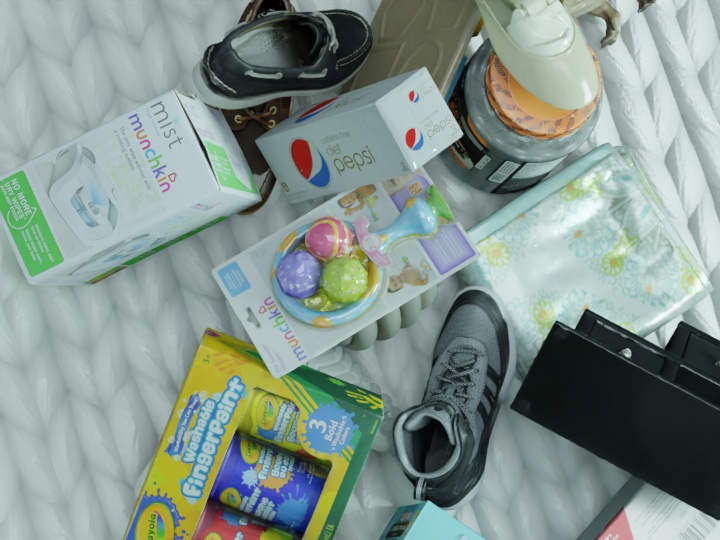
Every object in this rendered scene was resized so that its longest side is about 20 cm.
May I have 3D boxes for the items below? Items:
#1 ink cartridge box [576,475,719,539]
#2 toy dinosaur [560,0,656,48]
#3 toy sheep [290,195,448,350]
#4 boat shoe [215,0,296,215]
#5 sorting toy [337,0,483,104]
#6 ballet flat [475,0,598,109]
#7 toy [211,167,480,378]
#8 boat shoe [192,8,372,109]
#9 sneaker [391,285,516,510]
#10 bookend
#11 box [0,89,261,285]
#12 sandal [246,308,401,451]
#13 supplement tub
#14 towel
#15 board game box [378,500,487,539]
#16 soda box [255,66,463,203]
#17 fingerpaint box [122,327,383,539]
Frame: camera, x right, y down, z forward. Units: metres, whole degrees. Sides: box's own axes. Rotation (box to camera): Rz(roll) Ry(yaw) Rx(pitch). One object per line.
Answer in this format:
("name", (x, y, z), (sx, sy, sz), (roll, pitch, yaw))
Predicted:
("ink cartridge box", (0.292, 0.281, 1.713), (0.200, 0.083, 0.147), (43, 78, 1))
("toy dinosaur", (0.186, -0.269, 1.790), (0.200, 0.086, 0.136), (-27, 79, -17))
("toy sheep", (0.000, 0.000, 1.692), (0.200, 0.138, 0.138), (-40, 88, -16))
("boat shoe", (-0.095, -0.152, 1.733), (0.070, 0.070, 0.201), (7, 81, -8))
("sorting toy", (0.052, -0.199, 1.711), (0.036, 0.185, 0.201), (25, 79, -27))
("ballet flat", (0.127, -0.217, 1.578), (0.069, 0.070, 0.200), (-28, 65, -12))
("toy", (-0.015, -0.012, 1.607), (0.200, 0.047, 0.115), (-29, 66, -8))
("boat shoe", (-0.056, -0.193, 1.671), (0.200, 0.060, 0.074), (-18, 72, -41))
("sneaker", (0.082, 0.108, 1.682), (0.075, 0.114, 0.201), (10, 86, 17))
("bookend", (0.256, 0.095, 1.688), (0.198, 0.200, 0.092), (28, 114, 7))
("box", (-0.192, -0.067, 1.618), (0.176, 0.200, 0.097), (-25, 87, 5))
("sandal", (-0.047, 0.089, 1.708), (0.203, 0.082, 0.050), (47, 120, 3))
("supplement tub", (0.140, -0.143, 1.699), (0.122, 0.200, 0.123), (1, 80, -8))
("towel", (0.200, -0.002, 1.763), (0.200, 0.048, 0.172), (-31, 86, -12))
("board game box", (0.115, 0.272, 1.654), (0.200, 0.151, 0.047), (34, 78, -2))
("soda box", (-0.004, -0.111, 1.635), (0.064, 0.200, 0.068), (-37, 104, -30))
("fingerpaint box", (-0.093, 0.175, 1.646), (0.166, 0.073, 0.201), (22, 100, -4))
